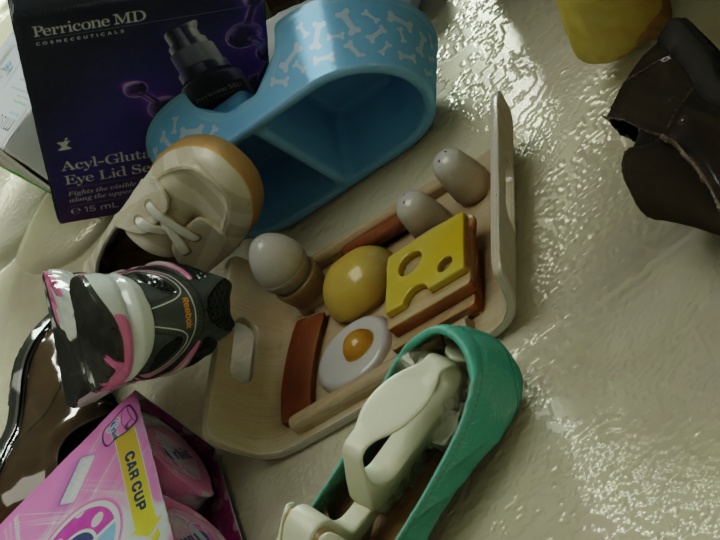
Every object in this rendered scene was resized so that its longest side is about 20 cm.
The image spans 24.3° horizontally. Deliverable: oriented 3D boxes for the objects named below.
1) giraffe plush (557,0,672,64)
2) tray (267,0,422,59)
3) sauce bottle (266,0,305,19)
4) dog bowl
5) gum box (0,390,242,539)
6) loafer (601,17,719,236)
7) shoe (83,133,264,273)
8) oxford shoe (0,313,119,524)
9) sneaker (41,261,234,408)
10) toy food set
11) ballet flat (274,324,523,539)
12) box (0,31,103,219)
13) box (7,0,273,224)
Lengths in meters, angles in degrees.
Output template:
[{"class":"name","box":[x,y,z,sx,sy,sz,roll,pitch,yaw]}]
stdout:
[{"class":"giraffe plush","box":[0.172,-0.190,0.804,0.162,0.200,0.173,7,90,28]},{"class":"tray","box":[-0.026,-0.163,1.151,0.200,0.022,0.108,-33,34,26]},{"class":"sauce bottle","box":[-0.075,-0.199,1.128,0.200,0.066,0.066,-24,32,0]},{"class":"dog bowl","box":[-0.038,-0.085,0.996,0.200,0.111,0.050,-32,51,26]},{"class":"gum box","box":[-0.118,0.166,0.848,0.113,0.066,0.200,-44,30,10]},{"class":"loafer","box":[0.157,-0.041,0.733,0.071,0.073,0.200,-45,21,17]},{"class":"shoe","box":[-0.116,-0.013,0.985,0.200,0.070,0.053,-42,16,53]},{"class":"oxford shoe","box":[-0.174,0.093,1.024,0.084,0.073,0.200,-9,40,14]},{"class":"sneaker","box":[-0.120,0.033,0.919,0.086,0.081,0.200,-10,6,-19]},{"class":"toy food set","box":[0.000,0.000,0.890,0.200,0.060,0.144,-32,34,28]},{"class":"ballet flat","box":[0.000,0.106,0.754,0.067,0.070,0.200,21,73,44]},{"class":"box","box":[-0.210,-0.147,1.263,0.177,0.097,0.200,-57,26,-6]},{"class":"box","box":[-0.135,-0.137,1.027,0.148,0.200,0.105,-11,56,-7]}]
